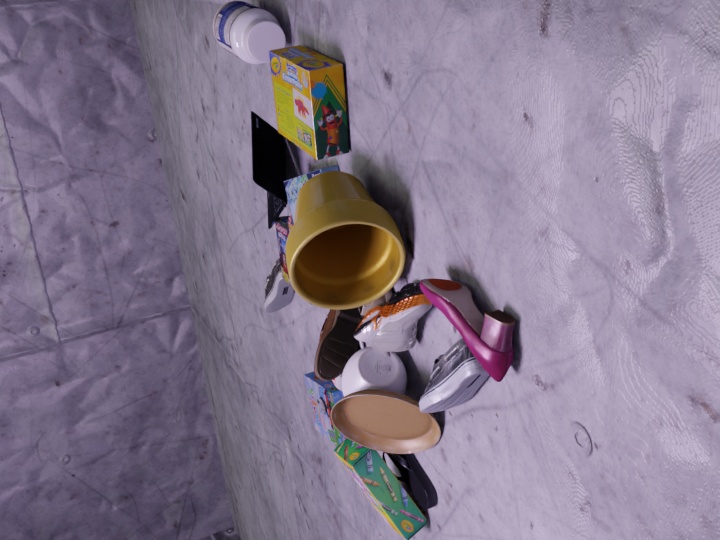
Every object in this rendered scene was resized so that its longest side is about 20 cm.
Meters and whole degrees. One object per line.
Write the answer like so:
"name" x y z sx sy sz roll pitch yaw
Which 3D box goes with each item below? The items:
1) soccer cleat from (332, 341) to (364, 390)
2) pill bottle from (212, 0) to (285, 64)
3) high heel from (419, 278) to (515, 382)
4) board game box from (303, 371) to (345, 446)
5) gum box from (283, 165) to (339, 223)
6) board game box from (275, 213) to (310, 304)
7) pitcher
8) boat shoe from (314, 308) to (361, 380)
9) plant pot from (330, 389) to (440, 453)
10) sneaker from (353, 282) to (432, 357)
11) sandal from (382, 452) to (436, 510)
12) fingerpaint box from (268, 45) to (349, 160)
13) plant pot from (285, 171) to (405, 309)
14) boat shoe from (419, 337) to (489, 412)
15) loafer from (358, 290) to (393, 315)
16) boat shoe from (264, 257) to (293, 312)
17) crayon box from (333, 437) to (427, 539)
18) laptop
"soccer cleat" -0.026 0.183 1.683 0.085 0.068 0.200 -127 35 -53
"pill bottle" -0.228 -0.493 1.667 0.200 0.111 0.111 -137 37 -54
"high heel" 0.146 0.081 1.173 0.200 0.067 0.096 37 127 53
"board game box" -0.076 0.341 1.953 0.200 0.037 0.152 -166 62 -67
"gum box" -0.080 -0.099 1.624 0.170 0.044 0.201 -5 99 60
"board game box" -0.129 -0.053 1.784 0.200 0.062 0.200 -143 44 -59
"pitcher" 0.021 0.204 1.532 0.200 0.121 0.172 103 169 -57
"boat shoe" -0.045 0.131 1.581 0.068 0.072 0.200 -33 30 58
"plant pot" 0.046 0.268 1.437 0.200 0.200 0.028 103 -179 -51
"sneaker" 0.076 0.091 1.382 0.092 0.076 0.200 39 144 -12
"sandal" 0.082 0.386 1.577 0.200 0.043 0.076 48 146 50
"fingerpaint box" -0.097 -0.320 1.508 0.200 0.073 0.167 41 142 54
"plant pot" -0.038 -0.067 1.392 0.189 0.200 0.201 -106 16 -45
"boat shoe" 0.146 0.163 1.256 0.200 0.072 0.071 -53 45 51
"loafer" 0.000 0.000 1.488 0.076 0.068 0.200 110 140 -56
"boat shoe" -0.206 0.037 2.037 0.064 0.071 0.200 64 148 25
"crayon box" 0.038 0.429 1.595 0.200 0.058 0.119 56 165 -14
"laptop" -0.219 -0.218 1.778 0.200 0.103 0.178 135 136 -56
